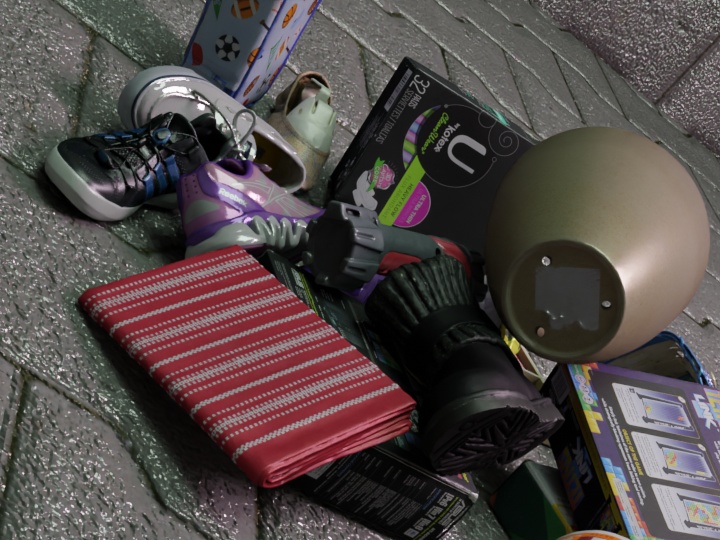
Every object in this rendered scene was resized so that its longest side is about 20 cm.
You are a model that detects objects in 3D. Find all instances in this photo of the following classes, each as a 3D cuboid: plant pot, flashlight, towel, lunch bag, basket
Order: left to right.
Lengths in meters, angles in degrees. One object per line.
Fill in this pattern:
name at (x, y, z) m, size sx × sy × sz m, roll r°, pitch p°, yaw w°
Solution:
towel at (-0.074, 0.059, 1.104) m, size 0.144 × 0.023 × 0.200 m, roll -18°, pitch 47°, yaw -42°
lunch bag at (-0.087, -0.243, 1.560) m, size 0.075 × 0.201 × 0.160 m, roll 35°, pitch 19°, yaw 6°
flashlight at (0.027, -0.001, 1.317) m, size 0.199 × 0.068 × 0.068 m, roll 9°, pitch 45°, yaw -57°
plant pot at (0.172, -0.004, 1.306) m, size 0.187 × 0.187 × 0.200 m, roll 44°, pitch 20°, yaw 2°
basket at (0.254, 0.133, 1.520) m, size 0.199 × 0.138 × 0.178 m, roll 25°, pitch 41°, yaw -51°

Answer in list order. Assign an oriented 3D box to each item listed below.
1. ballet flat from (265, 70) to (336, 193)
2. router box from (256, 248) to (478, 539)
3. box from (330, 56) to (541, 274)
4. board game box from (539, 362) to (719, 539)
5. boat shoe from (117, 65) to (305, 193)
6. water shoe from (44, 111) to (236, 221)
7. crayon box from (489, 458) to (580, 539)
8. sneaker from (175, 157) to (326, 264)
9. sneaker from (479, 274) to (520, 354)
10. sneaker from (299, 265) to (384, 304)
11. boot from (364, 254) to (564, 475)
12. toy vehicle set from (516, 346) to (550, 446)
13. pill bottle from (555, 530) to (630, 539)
ballet flat at (-0.054, -0.145, 1.620) m, size 0.068 × 0.067 × 0.201 m, roll 35°, pitch 21°, yaw -20°
router box at (-0.011, 0.091, 1.219) m, size 0.149 × 0.062 × 0.201 m, roll 30°, pitch 23°, yaw -34°
box at (0.092, -0.087, 1.606) m, size 0.199 × 0.149 × 0.124 m, roll 32°, pitch 9°, yaw -10°
board game box at (0.242, 0.168, 1.337) m, size 0.164 × 0.057 × 0.201 m, roll 14°, pitch 37°, yaw -23°
boat shoe at (-0.113, -0.105, 1.402) m, size 0.086 × 0.075 × 0.201 m, roll 36°, pitch 4°, yaw 37°
water shoe at (-0.165, -0.091, 1.266) m, size 0.072 × 0.079 × 0.200 m, roll 46°, pitch 19°, yaw 10°
crayon box at (0.197, 0.249, 1.322) m, size 0.126 × 0.051 × 0.201 m, roll 22°, pitch 28°, yaw -46°
sneaker at (-0.081, -0.046, 1.314) m, size 0.200 × 0.080 × 0.089 m, roll -2°, pitch 65°, yaw -64°
sneaker at (0.089, 0.086, 1.433) m, size 0.075 × 0.084 × 0.201 m, roll 59°, pitch 30°, yaw -33°
sneaker at (0.000, 0.000, 1.402) m, size 0.081 × 0.084 × 0.200 m, roll 45°, pitch 20°, yaw 7°
boot at (0.060, 0.061, 1.199) m, size 0.159 × 0.079 × 0.211 m, roll 57°, pitch 10°, yaw 16°
toy vehicle set at (0.111, 0.070, 1.562) m, size 0.124 × 0.027 × 0.201 m, roll 25°, pitch 26°, yaw -42°
pill bottle at (0.135, 0.249, 1.104) m, size 0.114 × 0.114 × 0.200 m, roll 47°, pitch 19°, yaw 11°
